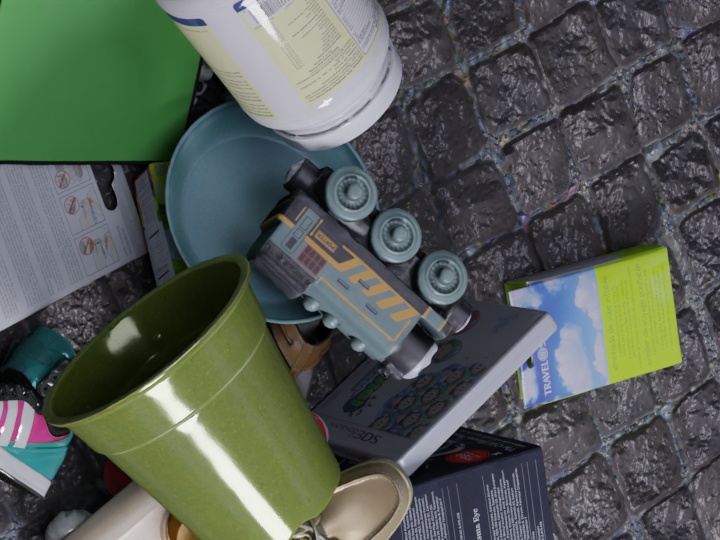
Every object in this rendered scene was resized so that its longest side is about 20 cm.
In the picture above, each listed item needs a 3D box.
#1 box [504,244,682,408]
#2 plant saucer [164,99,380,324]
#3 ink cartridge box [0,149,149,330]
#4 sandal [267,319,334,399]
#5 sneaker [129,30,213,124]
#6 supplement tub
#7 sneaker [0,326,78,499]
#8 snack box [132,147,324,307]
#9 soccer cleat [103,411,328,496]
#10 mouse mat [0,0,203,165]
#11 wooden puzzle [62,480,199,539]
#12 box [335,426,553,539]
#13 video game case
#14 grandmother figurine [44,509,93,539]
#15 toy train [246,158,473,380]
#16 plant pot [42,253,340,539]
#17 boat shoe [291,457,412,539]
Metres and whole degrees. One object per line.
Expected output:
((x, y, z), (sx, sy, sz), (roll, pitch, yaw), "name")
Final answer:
((0.222, 0.054, 1.918), (0.199, 0.048, 0.123), (-14, 99, -29), "box")
((-0.079, -0.048, 1.658), (0.199, 0.036, 0.202), (9, 70, -24), "plant saucer")
((-0.285, -0.049, 1.621), (0.200, 0.057, 0.164), (-32, 110, -45), "ink cartridge box")
((-0.049, 0.049, 1.751), (0.081, 0.054, 0.201), (32, 77, -28), "sandal")
((-0.158, -0.207, 1.664), (0.075, 0.081, 0.201), (28, 98, -41), "sneaker")
((-0.065, -0.206, 1.576), (0.145, 0.144, 0.200), (-54, 133, -17), "supplement tub")
((-0.289, 0.093, 1.574), (0.121, 0.083, 0.200), (-62, 146, -16), "sneaker")
((-0.087, -0.031, 1.700), (0.199, 0.053, 0.143), (-9, 79, -29), "snack box")
((-0.124, 0.165, 1.700), (0.198, 0.085, 0.069), (-14, 80, -3), "soccer cleat")
((-0.217, -0.160, 1.591), (0.199, 0.008, 0.162), (-2, 117, -35), "mouse mat")
((-0.147, 0.271, 1.636), (0.185, 0.046, 0.200), (-39, 109, -8), "wooden puzzle")
((0.040, 0.212, 1.730), (0.181, 0.200, 0.105), (-14, 101, -30), "box")
((0.056, 0.098, 1.743), (0.200, 0.182, 0.024), (-42, 114, -22), "video game case")
((-0.209, 0.288, 1.670), (0.121, 0.060, 0.201), (-40, 115, -32), "grandmother figurine")
((0.000, 0.000, 1.620), (0.200, 0.085, 0.114), (42, 72, -11), "toy train")
((-0.116, 0.124, 1.541), (0.200, 0.200, 0.190), (-43, 111, -21), "plant pot")
((-0.043, 0.226, 1.576), (0.199, 0.065, 0.072), (-35, 87, 9), "boat shoe")
